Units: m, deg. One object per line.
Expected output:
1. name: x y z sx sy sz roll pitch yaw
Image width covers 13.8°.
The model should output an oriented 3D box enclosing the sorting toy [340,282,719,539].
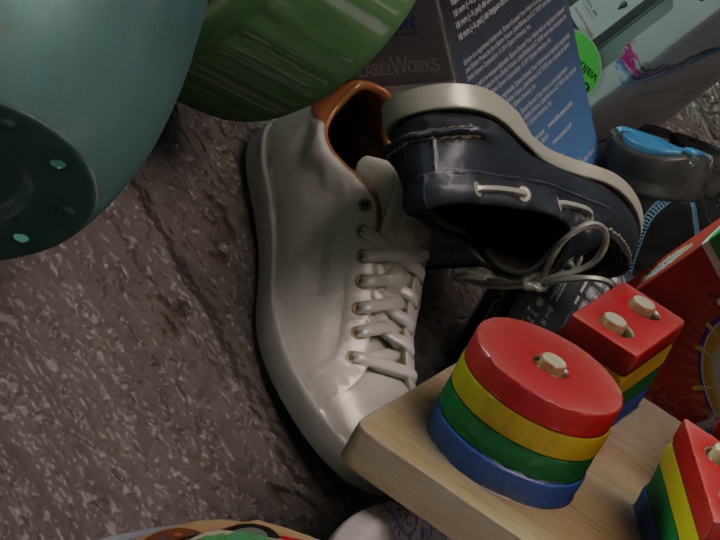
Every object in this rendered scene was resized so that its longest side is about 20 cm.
1. sorting toy: 0.124 0.083 1.247 0.200 0.070 0.199 34 23 14

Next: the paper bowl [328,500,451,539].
1. paper bowl: 0.060 0.187 1.188 0.200 0.105 0.201 21 22 -9

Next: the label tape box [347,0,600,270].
1. label tape box: 0.048 -0.120 1.443 0.144 0.063 0.201 -42 124 -56

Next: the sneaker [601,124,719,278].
1. sneaker: 0.163 -0.031 1.584 0.073 0.082 0.200 20 8 22

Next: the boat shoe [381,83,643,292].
1. boat shoe: 0.073 -0.024 1.332 0.200 0.075 0.062 36 48 -59

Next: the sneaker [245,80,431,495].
1. sneaker: 0.000 0.000 1.340 0.073 0.085 0.201 17 49 -43

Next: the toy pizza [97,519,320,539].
1. toy pizza: -0.070 0.148 1.053 0.200 0.199 0.032 -67 155 -52

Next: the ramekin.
1. ramekin: -0.054 -0.165 1.330 0.098 0.200 0.201 30 40 -42

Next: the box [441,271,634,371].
1. box: 0.112 0.082 1.426 0.158 0.051 0.200 45 35 -9

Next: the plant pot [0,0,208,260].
1. plant pot: -0.155 -0.102 1.161 0.200 0.200 0.162 27 53 -32

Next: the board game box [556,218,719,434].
1. board game box: 0.199 0.044 1.339 0.153 0.200 0.040 51 35 -2

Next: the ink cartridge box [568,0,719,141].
1. ink cartridge box: 0.158 -0.179 1.580 0.146 0.200 0.147 -18 74 -53
